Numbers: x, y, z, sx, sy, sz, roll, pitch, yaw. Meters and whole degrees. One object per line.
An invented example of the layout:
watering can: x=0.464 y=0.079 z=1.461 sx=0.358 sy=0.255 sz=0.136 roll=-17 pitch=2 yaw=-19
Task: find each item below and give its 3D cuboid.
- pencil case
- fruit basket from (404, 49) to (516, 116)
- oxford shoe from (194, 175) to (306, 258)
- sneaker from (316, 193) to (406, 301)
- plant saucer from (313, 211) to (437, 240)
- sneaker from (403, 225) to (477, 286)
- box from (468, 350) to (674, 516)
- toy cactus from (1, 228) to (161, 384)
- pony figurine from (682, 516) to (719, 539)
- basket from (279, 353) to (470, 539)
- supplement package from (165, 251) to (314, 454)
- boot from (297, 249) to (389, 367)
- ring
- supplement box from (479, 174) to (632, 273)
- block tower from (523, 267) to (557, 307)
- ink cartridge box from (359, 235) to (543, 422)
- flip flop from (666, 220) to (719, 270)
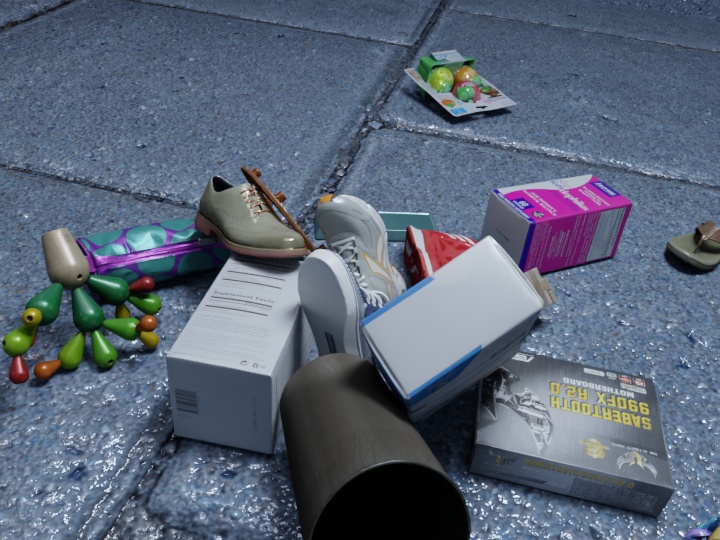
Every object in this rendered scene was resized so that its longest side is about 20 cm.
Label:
pencil case: x=-0.268 y=-0.025 z=0.904 sx=0.198 sy=0.086 sz=0.092 roll=-16 pitch=6 yaw=-27
fruit basket: x=0.223 y=-0.415 z=1.519 sx=0.184 sy=0.094 sz=0.200 roll=-16 pitch=45 yaw=-28
oxford shoe: x=-0.136 y=-0.065 z=0.821 sx=0.199 sy=0.075 sz=0.070 roll=23 pitch=18 yaw=39
sneaker: x=0.000 y=0.000 z=0.830 sx=0.075 sy=0.201 sz=0.092 roll=-11 pitch=37 yaw=27
plant saucer: x=0.026 y=-0.073 z=1.075 sx=0.198 sy=0.019 sz=0.070 roll=2 pitch=36 yaw=-8
sneaker: x=0.129 y=-0.002 z=0.942 sx=0.114 sy=0.079 sz=0.201 roll=0 pitch=37 yaw=-7
box: x=0.224 y=0.167 z=0.744 sx=0.198 sy=0.049 sz=0.159 roll=12 pitch=35 yaw=8
toy cactus: x=-0.318 y=0.032 z=0.770 sx=0.199 sy=0.102 sz=0.166 roll=-22 pitch=87 yaw=-42
pony figurine: x=0.223 y=0.282 z=0.492 sx=0.200 sy=0.194 sz=0.166 roll=-38 pitch=49 yaw=-21
basket: x=-0.003 y=0.174 z=0.615 sx=0.135 sy=0.182 sz=0.200 roll=-15 pitch=30 yaw=-10
supplement package: x=-0.121 y=0.082 z=0.754 sx=0.108 sy=0.115 sz=0.201 roll=9 pitch=33 yaw=6
boot: x=-0.008 y=0.039 z=0.747 sx=0.072 sy=0.201 sz=0.090 roll=26 pitch=52 yaw=30
ring: x=-0.089 y=-0.061 z=0.901 sx=0.019 sy=0.201 sz=0.200 roll=-39 pitch=48 yaw=-6
supplement box: x=0.298 y=-0.070 z=1.041 sx=0.198 sy=0.104 sz=0.101 roll=-11 pitch=38 yaw=-25
block tower: x=0.165 y=0.053 z=0.862 sx=0.199 sy=0.058 sz=0.054 roll=-21 pitch=84 yaw=-41
ink cartridge box: x=0.087 y=0.069 z=0.671 sx=0.146 sy=0.200 sz=0.086 roll=-33 pitch=73 yaw=-5
flip flop: x=0.572 y=-0.052 z=1.093 sx=0.198 sy=0.058 sz=0.081 roll=-13 pitch=40 yaw=-25
